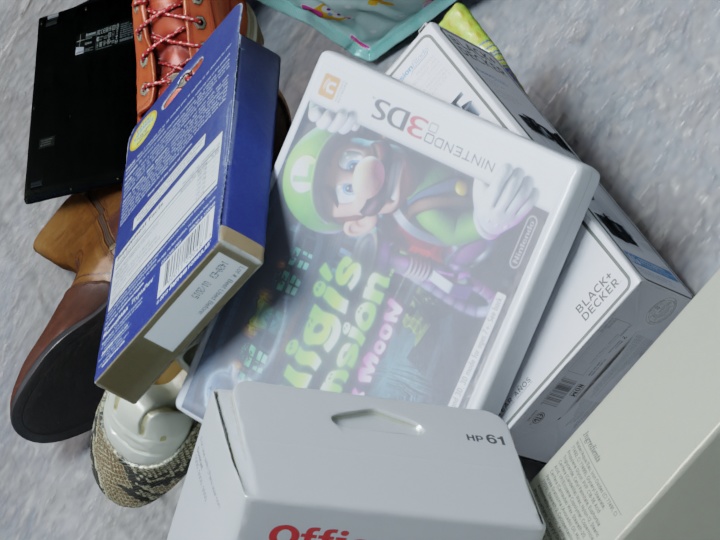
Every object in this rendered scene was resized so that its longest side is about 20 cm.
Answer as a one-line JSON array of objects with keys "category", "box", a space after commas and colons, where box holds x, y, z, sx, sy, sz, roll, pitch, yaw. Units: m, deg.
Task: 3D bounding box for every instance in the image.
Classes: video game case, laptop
[{"category": "video game case", "box": [0.009, 0.012, 1.435, 0.181, 0.023, 0.201, 27, 97, 40]}, {"category": "laptop", "box": [-0.120, -0.143, 1.922, 0.187, 0.115, 0.201, -9, 74, 54]}]

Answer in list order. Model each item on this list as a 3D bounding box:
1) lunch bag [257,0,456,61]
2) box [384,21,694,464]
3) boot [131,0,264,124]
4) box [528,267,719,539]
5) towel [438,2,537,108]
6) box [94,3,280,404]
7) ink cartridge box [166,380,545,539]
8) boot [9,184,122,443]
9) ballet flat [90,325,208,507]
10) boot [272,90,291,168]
[{"category": "lunch bag", "box": [0.038, -0.243, 1.709, 0.200, 0.122, 0.171, -31, 39, 48]}, {"category": "box", "box": [0.065, -0.015, 1.451, 0.117, 0.060, 0.200, -50, 54, 17]}, {"category": "boot", "box": [-0.104, -0.113, 1.665, 0.075, 0.107, 0.201, -11, 45, 11]}, {"category": "box", "box": [0.158, 0.072, 1.297, 0.200, 0.068, 0.082, -49, 32, 17]}, {"category": "towel", "box": [0.049, -0.025, 1.519, 0.144, 0.023, 0.201, -41, 57, 23]}, {"category": "box", "box": [-0.088, -0.039, 1.524, 0.121, 0.032, 0.201, -47, 27, 35]}, {"category": "ink cartridge box", "box": [-0.017, 0.159, 1.337, 0.085, 0.144, 0.201, -110, 32, -54]}, {"category": "boot", "box": [-0.182, 0.004, 1.870, 0.189, 0.068, 0.200, -58, 29, 3]}, {"category": "ballet flat", "box": [-0.090, 0.046, 1.546, 0.200, 0.068, 0.075, -52, -10, 13]}, {"category": "boot", "box": [-0.089, -0.008, 1.694, 0.166, 0.072, 0.201, -97, 28, -77]}]
